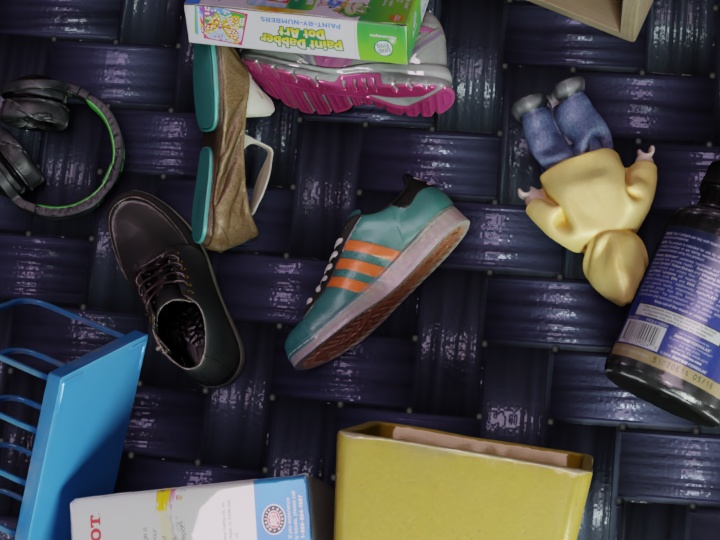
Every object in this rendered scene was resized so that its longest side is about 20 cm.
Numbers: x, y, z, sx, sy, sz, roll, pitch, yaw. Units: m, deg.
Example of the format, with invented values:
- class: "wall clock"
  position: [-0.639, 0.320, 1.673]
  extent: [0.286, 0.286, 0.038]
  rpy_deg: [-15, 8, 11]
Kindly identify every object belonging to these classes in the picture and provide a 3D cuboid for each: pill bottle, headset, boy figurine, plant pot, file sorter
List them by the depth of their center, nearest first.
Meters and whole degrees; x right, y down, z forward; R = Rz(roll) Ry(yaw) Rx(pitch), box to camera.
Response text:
- class: "plant pot"
  position: [0.075, 0.236, 1.203]
  extent: [0.193, 0.194, 0.203]
  rpy_deg: [9, 88, 10]
- class: "pill bottle"
  position: [0.289, 0.017, 1.249]
  extent: [0.111, 0.112, 0.202]
  rpy_deg: [24, 83, 12]
- class: "file sorter"
  position: [-0.280, 0.141, 1.261]
  extent: [0.121, 0.139, 0.202]
  rpy_deg: [20, 108, 17]
- class: "boy figurine"
  position: [0.203, -0.067, 1.304]
  extent: [0.123, 0.064, 0.202]
  rpy_deg: [-23, 77, 3]
- class: "headset"
  position: [-0.313, -0.127, 1.376]
  extent: [0.198, 0.094, 0.125]
  rpy_deg: [24, 82, 1]

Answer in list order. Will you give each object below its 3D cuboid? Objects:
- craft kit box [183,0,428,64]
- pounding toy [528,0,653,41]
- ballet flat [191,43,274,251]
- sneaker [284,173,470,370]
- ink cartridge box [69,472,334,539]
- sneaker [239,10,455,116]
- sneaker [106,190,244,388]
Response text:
- class: "craft kit box"
  position: [-0.034, -0.263, 1.333]
  extent: [0.195, 0.049, 0.201]
  rpy_deg: [5, 42, 12]
- class: "pounding toy"
  position: [0.206, -0.313, 1.283]
  extent: [0.182, 0.200, 0.143]
  rpy_deg: [24, 82, 12]
- class: "ballet flat"
  position: [-0.112, -0.119, 1.349]
  extent: [0.072, 0.068, 0.203]
  rpy_deg: [-1, 94, -25]
- class: "sneaker"
  position: [0.000, 0.000, 1.321]
  extent: [0.200, 0.071, 0.080]
  rpy_deg: [-42, 72, -7]
- class: "ink cartridge box"
  position: [-0.123, 0.255, 1.244]
  extent: [0.197, 0.145, 0.149]
  rpy_deg: [-6, 77, 7]
- class: "sneaker"
  position: [-0.010, -0.194, 1.359]
  extent: [0.197, 0.081, 0.089]
  rpy_deg: [5, 72, 6]
- class: "sneaker"
  position: [-0.169, 0.005, 1.321]
  extent: [0.074, 0.106, 0.201]
  rpy_deg: [-33, 76, 0]
